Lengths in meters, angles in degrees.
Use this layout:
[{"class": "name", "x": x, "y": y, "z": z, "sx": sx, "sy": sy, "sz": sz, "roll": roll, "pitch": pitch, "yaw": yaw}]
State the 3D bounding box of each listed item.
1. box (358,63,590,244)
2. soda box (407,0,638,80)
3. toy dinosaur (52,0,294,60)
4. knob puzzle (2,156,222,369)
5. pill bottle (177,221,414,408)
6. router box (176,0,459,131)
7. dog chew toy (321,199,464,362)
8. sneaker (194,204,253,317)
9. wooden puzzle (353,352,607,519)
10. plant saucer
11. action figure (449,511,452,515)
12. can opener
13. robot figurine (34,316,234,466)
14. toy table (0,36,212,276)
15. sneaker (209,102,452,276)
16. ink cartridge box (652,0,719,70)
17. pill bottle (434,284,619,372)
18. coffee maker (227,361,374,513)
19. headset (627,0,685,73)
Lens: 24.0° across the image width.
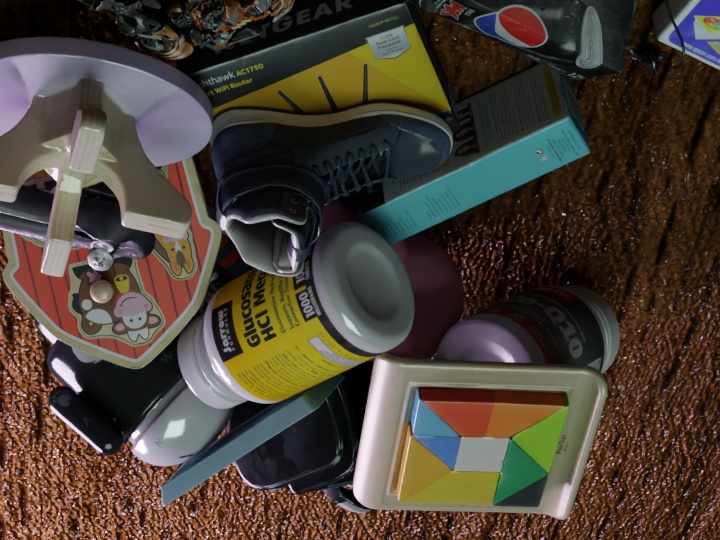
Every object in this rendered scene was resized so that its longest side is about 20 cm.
[{"class": "box", "x": 0.093, "y": -0.100, "z": 1.453, "sx": 0.199, "sy": 0.083, "sz": 0.049, "roll": -24, "pitch": 132, "yaw": 17}, {"class": "soda box", "x": 0.120, "y": -0.217, "z": 1.326, "sx": 0.199, "sy": 0.071, "sz": 0.063, "roll": 20, "pitch": 169, "yaw": -27}, {"class": "toy dinosaur", "x": -0.150, "y": -0.201, "z": 1.302, "sx": 0.199, "sy": 0.103, "sz": 0.136, "roll": -32, "pitch": 143, "yaw": 10}, {"class": "knob puzzle", "x": -0.214, "y": -0.012, "z": 1.451, "sx": 0.217, "sy": 0.030, "sz": 0.222, "roll": 0, "pitch": 98, "yaw": 3}, {"class": "pill bottle", "x": -0.060, "y": 0.046, "z": 1.438, "sx": 0.199, "sy": 0.113, "sz": 0.112, "roll": -28, "pitch": 135, "yaw": 35}, {"class": "router box", "x": -0.035, "y": -0.152, "z": 1.400, "sx": 0.198, "sy": 0.051, "sz": 0.150, "roll": -17, "pitch": 136, "yaw": 12}, {"class": "dog chew toy", "x": 0.000, "y": 0.000, "z": 1.528, "sx": 0.199, "sy": 0.125, "sz": 0.124, "roll": 37, "pitch": 122, "yaw": -28}, {"class": "sneaker", "x": -0.143, "y": -0.004, "z": 1.521, "sx": 0.199, "sy": 0.080, "sz": 0.071, "roll": 30, "pitch": 128, "yaw": -34}, {"class": "wooden puzzle", "x": 0.100, "y": 0.151, "z": 1.465, "sx": 0.198, "sy": 0.037, "sz": 0.186, "roll": 6, "pitch": 131, "yaw": -4}, {"class": "plant saucer", "x": -0.101, "y": 0.148, "z": 1.511, "sx": 0.199, "sy": 0.070, "sz": 0.019, "roll": -35, "pitch": 95, "yaw": 29}, {"class": "action figure", "x": 0.140, "y": 0.183, "z": 1.762, "sx": 0.065, "sy": 0.100, "sz": 0.201, "roll": 10, "pitch": 137, "yaw": -17}, {"class": "can opener", "x": -0.264, "y": -0.049, "z": 1.406, "sx": 0.198, "sy": 0.079, "sz": 0.064, "roll": 8, "pitch": 145, "yaw": -3}, {"class": "robot figurine", "x": -0.204, "y": 0.086, "z": 1.541, "sx": 0.200, "sy": 0.125, "sz": 0.150, "roll": 44, "pitch": 89, "yaw": 3}, {"class": "toy table", "x": -0.215, "y": -0.093, "z": 1.307, "sx": 0.198, "sy": 0.118, "sz": 0.185, "roll": 4, "pitch": 143, "yaw": -5}, {"class": "sneaker", "x": -0.019, "y": -0.063, "z": 1.352, "sx": 0.200, "sy": 0.147, "sz": 0.077, "roll": -3, "pitch": 134, "yaw": -4}, {"class": "ink cartridge box", "x": 0.374, "y": -0.232, "z": 1.385, "sx": 0.197, "sy": 0.044, "sz": 0.200, "roll": 20, "pitch": 131, "yaw": -27}, {"class": "pill bottle", "x": 0.160, "y": 0.077, "z": 1.571, "sx": 0.114, "sy": 0.114, "sz": 0.200, "roll": -41, "pitch": 169, "yaw": 31}, {"class": "coffee maker", "x": -0.004, "y": 0.135, "z": 1.613, "sx": 0.192, "sy": 0.135, "sz": 0.200, "roll": -45, "pitch": 160, "yaw": 18}, {"class": "headset", "x": 0.268, "y": -0.246, "z": 1.302, "sx": 0.123, "sy": 0.094, "sz": 0.201, "roll": 26, "pitch": 101, "yaw": 4}]
